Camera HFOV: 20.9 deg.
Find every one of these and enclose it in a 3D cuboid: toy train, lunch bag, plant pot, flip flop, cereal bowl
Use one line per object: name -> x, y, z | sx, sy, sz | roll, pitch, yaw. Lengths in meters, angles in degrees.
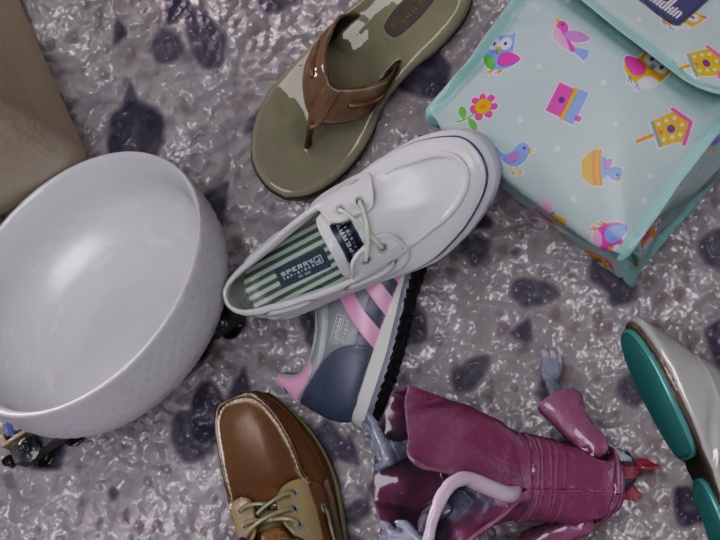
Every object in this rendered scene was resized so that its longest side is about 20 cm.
toy train -> -0.169, 0.072, 1.345 | 0.199, 0.034, 0.046 | -34, 68, 7
lunch bag -> 0.168, -0.121, 1.245 | 0.170, 0.122, 0.200 | 38, 90, 18
plant pot -> -0.336, -0.133, 1.309 | 0.199, 0.177, 0.201 | -29, 69, 8
flip flop -> -0.003, -0.136, 1.315 | 0.081, 0.058, 0.200 | 45, 95, 12
cereal bowl -> -0.168, 0.026, 1.297 | 0.199, 0.083, 0.201 | -17, 51, 22

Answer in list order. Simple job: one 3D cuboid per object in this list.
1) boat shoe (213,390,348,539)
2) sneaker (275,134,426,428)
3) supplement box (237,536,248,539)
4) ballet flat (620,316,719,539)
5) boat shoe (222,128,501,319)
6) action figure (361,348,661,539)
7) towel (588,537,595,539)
boat shoe -> -0.045, 0.175, 1.289 | 0.075, 0.074, 0.201 | -25, 81, 9
sneaker -> 0.000, 0.000, 1.297 | 0.081, 0.070, 0.202 | 16, 87, 11
supplement box -> -0.102, 0.287, 1.240 | 0.103, 0.101, 0.201 | 38, 122, 12
ballet flat -> 0.232, 0.115, 1.247 | 0.069, 0.069, 0.201 | -25, 85, 9
boat shoe -> 0.000, -0.019, 1.224 | 0.199, 0.067, 0.074 | -35, 84, 27
action figure -> 0.105, 0.124, 1.224 | 0.198, 0.149, 0.135 | 2, 95, -20
towel -> 0.107, 0.289, 1.241 | 0.199, 0.086, 0.166 | -30, 81, 8
